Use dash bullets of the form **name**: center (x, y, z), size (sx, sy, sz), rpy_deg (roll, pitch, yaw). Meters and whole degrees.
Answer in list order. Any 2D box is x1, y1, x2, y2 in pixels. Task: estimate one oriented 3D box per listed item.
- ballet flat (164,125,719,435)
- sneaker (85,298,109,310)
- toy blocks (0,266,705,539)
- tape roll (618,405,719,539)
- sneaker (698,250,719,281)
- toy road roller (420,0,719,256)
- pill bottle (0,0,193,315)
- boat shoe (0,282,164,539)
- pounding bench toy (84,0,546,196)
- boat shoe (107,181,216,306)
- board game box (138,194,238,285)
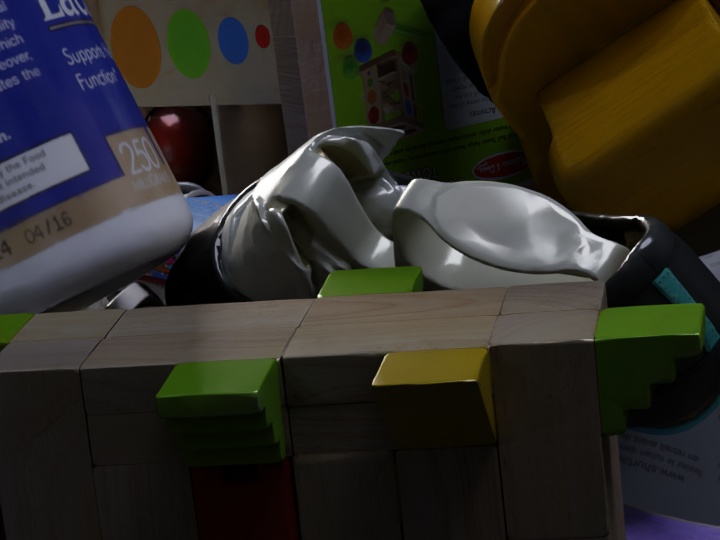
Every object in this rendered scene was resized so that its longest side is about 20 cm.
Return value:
- **ballet flat**: center (0.015, -0.007, 0.733), size (0.200, 0.068, 0.068), rpy_deg (9, -34, 36)
- **sneaker**: center (-0.160, -0.037, 0.953), size (0.078, 0.090, 0.200), rpy_deg (-32, 38, -24)
- **toy blocks**: center (-0.009, 0.079, 0.665), size (0.200, 0.137, 0.100), rpy_deg (-3, 16, 10)
- **tape roll**: center (0.078, 0.087, 0.787), size (0.200, 0.085, 0.200), rpy_deg (14, 16, -4)
- **sneaker**: center (0.126, 0.026, 0.896), size (0.080, 0.074, 0.200), rpy_deg (-14, -8, -43)
- **toy road roller**: center (0.119, -0.054, 0.965), size (0.200, 0.123, 0.146), rpy_deg (47, 18, -34)
- **pill bottle**: center (-0.142, -0.072, 0.773), size (0.116, 0.200, 0.116), rpy_deg (-28, 0, 0)
- **boat shoe**: center (-0.071, 0.052, 0.801), size (0.059, 0.072, 0.200), rpy_deg (27, 8, 2)
- **pounding bench toy**: center (0.001, -0.088, 1.082), size (0.200, 0.124, 0.156), rpy_deg (-15, 12, -39)
- **boat shoe**: center (-0.074, -0.001, 0.989), size (0.200, 0.066, 0.072), rpy_deg (26, 20, 35)
- **board game box**: center (0.000, 0.000, 0.851), size (0.200, 0.019, 0.103), rpy_deg (12, 12, 38)
